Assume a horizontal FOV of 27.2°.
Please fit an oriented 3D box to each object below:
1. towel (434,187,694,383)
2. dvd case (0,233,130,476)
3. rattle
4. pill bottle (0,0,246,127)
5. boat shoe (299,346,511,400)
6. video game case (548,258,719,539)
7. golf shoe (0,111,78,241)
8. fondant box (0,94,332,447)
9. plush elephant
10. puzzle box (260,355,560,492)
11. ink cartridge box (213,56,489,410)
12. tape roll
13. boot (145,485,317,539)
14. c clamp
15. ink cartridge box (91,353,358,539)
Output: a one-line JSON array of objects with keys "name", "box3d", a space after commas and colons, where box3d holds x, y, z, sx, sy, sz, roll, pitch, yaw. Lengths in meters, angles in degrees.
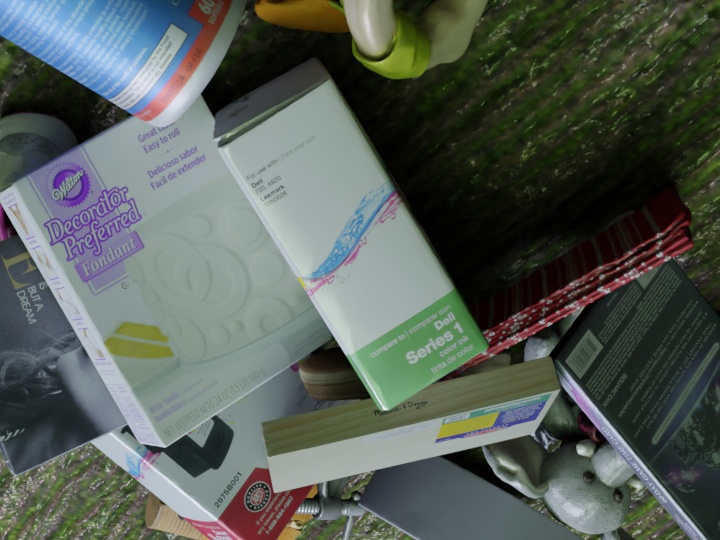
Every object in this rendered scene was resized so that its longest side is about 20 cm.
[{"name": "towel", "box3d": [0.138, 0.006, 1.023, 0.199, 0.145, 0.023, -30, 96, 13]}, {"name": "dvd case", "box3d": [-0.175, 0.031, 1.025, 0.016, 0.199, 0.150, -11, 102, 65]}, {"name": "rattle", "box3d": [0.019, -0.230, 0.907, 0.129, 0.143, 0.201, -12, 123, -28]}, {"name": "pill bottle", "box3d": [-0.179, -0.183, 0.913, 0.199, 0.113, 0.112, 30, 129, -22]}, {"name": "boat shoe", "box3d": [0.038, 0.090, 1.104, 0.199, 0.065, 0.071, 1, -174, -41]}, {"name": "video game case", "box3d": [0.232, 0.091, 1.074, 0.200, 0.143, 0.019, 50, 147, -12]}, {"name": "golf shoe", "box3d": [-0.229, -0.017, 1.088, 0.075, 0.092, 0.201, -5, 134, 8]}, {"name": "fondant box", "box3d": [-0.131, -0.003, 1.007, 0.201, 0.144, 0.058, 61, 158, -8]}, {"name": "plush elephant", "box3d": [0.184, 0.128, 1.135, 0.164, 0.155, 0.200, 26, 130, -19]}, {"name": "puzzle box", "box3d": [0.032, 0.108, 1.022, 0.198, 0.026, 0.133, -12, 162, -6]}, {"name": "ink cartridge box", "box3d": [-0.009, -0.030, 0.968, 0.084, 0.145, 0.201, -31, 104, 2]}, {"name": "tape roll", "box3d": [0.098, 0.211, 1.203, 0.199, 0.066, 0.200, 30, 172, 5]}, {"name": "boot", "box3d": [-0.088, 0.154, 1.261, 0.143, 0.071, 0.202, 10, 122, -25]}, {"name": "c clamp", "box3d": [-0.073, 0.167, 1.198, 0.199, 0.027, 0.172, 14, 97, -31]}, {"name": "ink cartridge box", "box3d": [-0.118, 0.094, 1.102, 0.200, 0.146, 0.083, 42, 160, -17]}]
